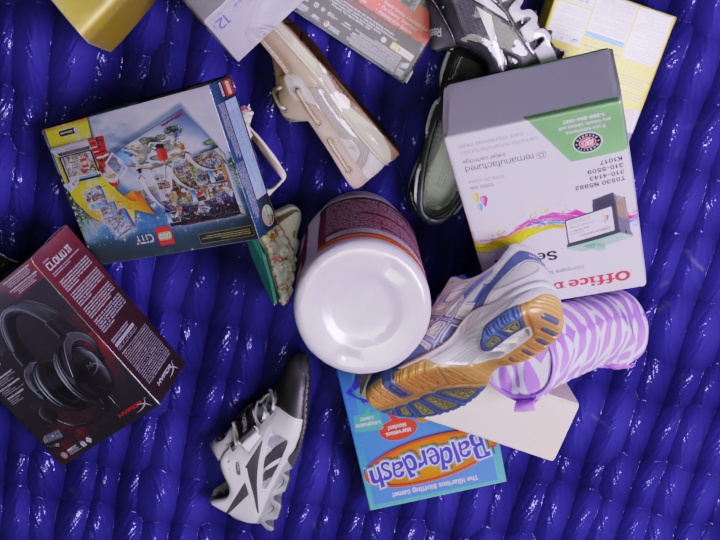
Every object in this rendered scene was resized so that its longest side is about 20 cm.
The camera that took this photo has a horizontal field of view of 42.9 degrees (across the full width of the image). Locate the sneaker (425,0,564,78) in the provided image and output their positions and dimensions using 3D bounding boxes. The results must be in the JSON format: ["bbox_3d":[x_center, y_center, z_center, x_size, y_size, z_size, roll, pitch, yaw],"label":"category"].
[{"bbox_3d":[0.085,-0.234,0.783,0.090,0.066,0.201,-35,96,5],"label":"sneaker"}]

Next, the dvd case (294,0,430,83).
[{"bbox_3d":[0.033,-0.294,0.819,0.145,0.022,0.202,29,106,-10],"label":"dvd case"}]

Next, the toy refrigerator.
[{"bbox_3d":[0.099,0.112,0.876,0.197,0.076,0.071,19,106,-9],"label":"toy refrigerator"}]

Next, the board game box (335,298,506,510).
[{"bbox_3d":[0.060,0.137,0.946,0.149,0.045,0.203,-13,108,2],"label":"board game box"}]

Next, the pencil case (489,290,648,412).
[{"bbox_3d":[0.195,0.068,0.853,0.083,0.198,0.087,-24,81,44],"label":"pencil case"}]

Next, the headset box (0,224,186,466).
[{"bbox_3d":[-0.292,0.068,0.884,0.148,0.078,0.201,-30,108,24],"label":"headset box"}]

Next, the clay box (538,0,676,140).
[{"bbox_3d":[0.200,-0.154,0.854,0.113,0.048,0.203,16,108,-6],"label":"clay box"}]

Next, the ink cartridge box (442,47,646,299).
[{"bbox_3d":[0.163,-0.071,0.796,0.142,0.085,0.202,-10,131,15],"label":"ink cartridge box"}]

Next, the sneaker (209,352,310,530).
[{"bbox_3d":[-0.105,0.172,0.939,0.087,0.074,0.203,16,107,-8],"label":"sneaker"}]

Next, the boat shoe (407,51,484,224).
[{"bbox_3d":[0.099,-0.138,0.850,0.074,0.060,0.203,13,107,-5],"label":"boat shoe"}]

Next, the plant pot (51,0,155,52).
[{"bbox_3d":[-0.208,-0.314,0.726,0.176,0.200,0.201,-40,105,0],"label":"plant pot"}]

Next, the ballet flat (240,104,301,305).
[{"bbox_3d":[-0.093,-0.064,0.867,0.063,0.076,0.203,-26,111,-11],"label":"ballet flat"}]

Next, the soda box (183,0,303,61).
[{"bbox_3d":[-0.059,-0.273,0.753,0.200,0.063,0.068,-42,63,3],"label":"soda box"}]

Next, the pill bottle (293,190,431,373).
[{"bbox_3d":[0.000,0.000,0.819,0.112,0.200,0.116,0,109,-1],"label":"pill bottle"}]

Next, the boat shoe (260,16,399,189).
[{"bbox_3d":[-0.049,-0.162,0.836,0.065,0.072,0.200,-39,108,13],"label":"boat shoe"}]

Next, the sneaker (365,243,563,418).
[{"bbox_3d":[0.085,0.055,0.790,0.199,0.089,0.075,-33,133,27],"label":"sneaker"}]

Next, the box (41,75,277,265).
[{"bbox_3d":[-0.184,-0.085,0.831,0.197,0.038,0.139,-7,111,28],"label":"box"}]
